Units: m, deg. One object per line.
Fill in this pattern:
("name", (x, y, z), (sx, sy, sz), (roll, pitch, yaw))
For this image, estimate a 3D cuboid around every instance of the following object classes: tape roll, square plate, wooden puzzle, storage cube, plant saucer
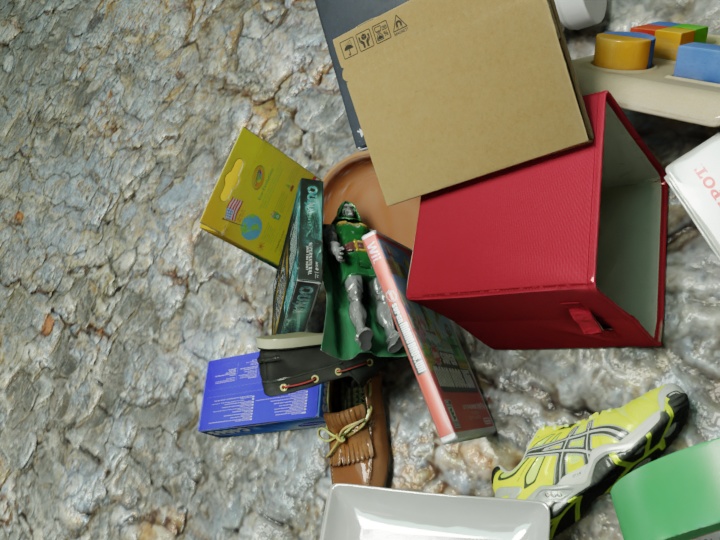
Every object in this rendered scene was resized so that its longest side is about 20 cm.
("tape roll", (0.275, 0.152, 0.505), (0.200, 0.200, 0.048), (-26, 55, 27))
("square plate", (0.052, 0.284, 0.614), (0.199, 0.028, 0.199), (0, 57, 18))
("wooden puzzle", (0.299, -0.194, 0.683), (0.199, 0.047, 0.185), (-26, 36, -32))
("storage cube", (0.171, -0.034, 0.701), (0.179, 0.171, 0.201), (-7, 66, 38))
("plant saucer", (0.031, -0.037, 0.850), (0.199, 0.037, 0.202), (10, 108, 31))

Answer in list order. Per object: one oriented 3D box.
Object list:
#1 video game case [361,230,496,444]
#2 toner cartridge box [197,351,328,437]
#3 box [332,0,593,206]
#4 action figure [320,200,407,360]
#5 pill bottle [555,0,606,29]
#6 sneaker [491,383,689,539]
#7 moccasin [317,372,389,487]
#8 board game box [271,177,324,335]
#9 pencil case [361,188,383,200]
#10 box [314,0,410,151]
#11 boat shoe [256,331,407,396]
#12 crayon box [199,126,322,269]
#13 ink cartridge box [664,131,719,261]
("video game case", (0.069, 0.065, 0.718), (0.017, 0.143, 0.201), (-27, 71, 18))
("toner cartridge box", (-0.113, 0.149, 0.927), (0.199, 0.043, 0.096), (-14, 62, 34))
("box", (0.081, -0.159, 0.644), (0.199, 0.021, 0.165), (-15, 96, 34))
("action figure", (0.000, 0.000, 0.777), (0.201, 0.117, 0.055), (-107, 34, -42))
("pill bottle", (0.172, -0.308, 0.865), (0.199, 0.119, 0.120), (-3, 67, 37))
("sneaker", (0.194, 0.158, 0.655), (0.200, 0.075, 0.077), (-42, 51, 14))
("moccasin", (-0.009, 0.163, 0.812), (0.073, 0.078, 0.203), (-11, 63, 35))
("board game box", (-0.073, 0.014, 0.835), (0.200, 0.028, 0.136), (112, 161, -52))
("pencil case", (0.062, -0.111, 0.881), (0.199, 0.084, 0.086), (-15, 97, 32))
("box", (0.066, -0.247, 0.763), (0.123, 0.196, 0.201), (-8, 104, 39))
("boat shoe", (-0.010, 0.090, 0.779), (0.074, 0.200, 0.064), (176, 89, -65))
("crayon box", (-0.113, -0.080, 0.930), (0.051, 0.200, 0.128), (16, 79, 42))
("ink cartridge box", (0.371, -0.071, 0.593), (0.199, 0.083, 0.146), (-34, 69, 21))
